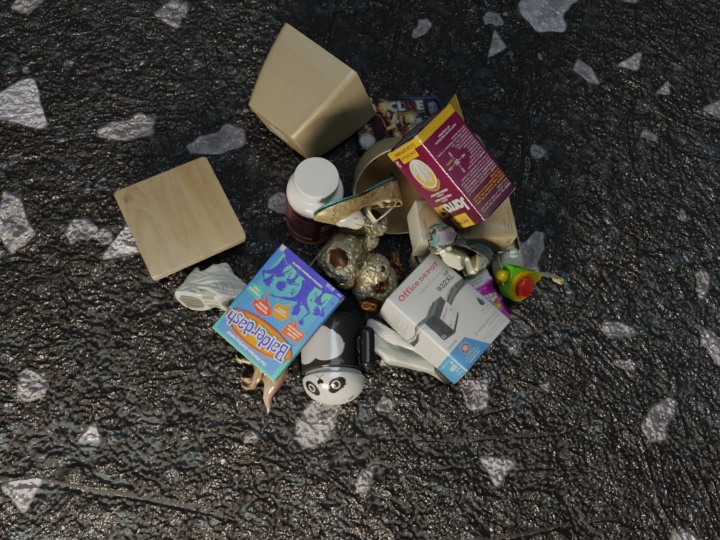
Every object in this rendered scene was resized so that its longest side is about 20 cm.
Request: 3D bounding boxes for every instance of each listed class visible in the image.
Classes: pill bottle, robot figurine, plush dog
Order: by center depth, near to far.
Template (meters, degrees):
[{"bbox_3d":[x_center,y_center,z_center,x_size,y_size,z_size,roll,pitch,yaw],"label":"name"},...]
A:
[{"bbox_3d":[-0.053,0.152,1.387,0.124,0.150,0.202,5,68,-20],"label":"robot figurine"},{"bbox_3d":[-0.092,-0.138,1.450,0.112,0.200,0.114,2,70,-6],"label":"pill bottle"},{"bbox_3d":[0.000,0.000,1.453,0.172,0.160,0.200,44,49,-9],"label":"plush dog"}]

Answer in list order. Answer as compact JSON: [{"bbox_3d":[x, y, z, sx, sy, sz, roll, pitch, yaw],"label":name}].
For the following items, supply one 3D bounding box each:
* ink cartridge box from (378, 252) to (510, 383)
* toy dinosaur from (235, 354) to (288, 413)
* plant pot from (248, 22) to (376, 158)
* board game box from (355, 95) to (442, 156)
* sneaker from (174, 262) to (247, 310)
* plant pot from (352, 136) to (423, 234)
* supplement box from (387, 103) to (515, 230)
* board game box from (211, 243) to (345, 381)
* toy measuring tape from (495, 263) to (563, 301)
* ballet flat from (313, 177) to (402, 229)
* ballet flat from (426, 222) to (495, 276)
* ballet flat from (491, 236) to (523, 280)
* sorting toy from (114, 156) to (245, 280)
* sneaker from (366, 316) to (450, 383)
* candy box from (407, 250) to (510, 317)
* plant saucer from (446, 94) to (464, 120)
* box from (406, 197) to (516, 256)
[{"bbox_3d":[0.157,0.088,1.387,0.200,0.084,0.145,42,66,10],"label":"ink cartridge box"},{"bbox_3d":[-0.169,0.160,1.391,0.135,0.086,0.201,-14,70,-9],"label":"toy dinosaur"},{"bbox_3d":[-0.112,-0.351,1.529,0.200,0.200,0.177,38,88,18],"label":"plant pot"},{"bbox_3d":[0.087,-0.323,1.628,0.198,0.035,0.137,-3,70,-8],"label":"board game box"},{"bbox_3d":[-0.259,0.028,1.421,0.198,0.078,0.100,9,58,14],"label":"sneaker"},{"bbox_3d":[0.072,-0.195,1.515,0.199,0.201,0.135,-5,36,-9],"label":"plant pot"},{"bbox_3d":[0.167,-0.186,1.357,0.200,0.131,0.103,48,69,-10],"label":"supplement box"},{"bbox_3d":[-0.147,0.076,1.331,0.152,0.045,0.200,39,87,6],"label":"board game box"},{"bbox_3d":[0.340,0.031,1.491,0.199,0.073,0.074,10,64,-40],"label":"toy measuring tape"},{"bbox_3d":[0.004,-0.117,1.380,0.199,0.070,0.066,-26,88,-27],"label":"ballet flat"},{"bbox_3d":[0.196,-0.025,1.405,0.200,0.072,0.073,24,61,-43],"label":"ballet flat"},{"bbox_3d":[0.308,-0.050,1.537,0.069,0.070,0.202,-4,70,-8],"label":"ballet flat"},{"bbox_3d":[-0.360,-0.098,1.475,0.198,0.070,0.201,-25,74,-15],"label":"sorting toy"},{"bbox_3d":[0.088,0.169,1.436,0.199,0.074,0.080,30,93,2],"label":"sneaker"},{"bbox_3d":[0.199,0.034,1.495,0.135,0.061,0.201,-19,73,-14],"label":"candy box"},{"bbox_3d":[0.217,-0.235,1.538,0.048,0.200,0.201,-17,71,10],"label":"plant saucer"},{"bbox_3d":[0.201,-0.089,1.467,0.198,0.078,0.096,-4,70,-12],"label":"box"}]
